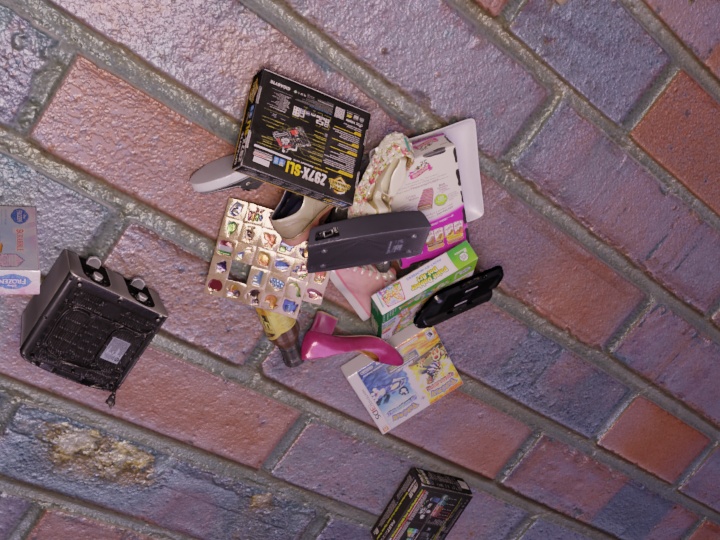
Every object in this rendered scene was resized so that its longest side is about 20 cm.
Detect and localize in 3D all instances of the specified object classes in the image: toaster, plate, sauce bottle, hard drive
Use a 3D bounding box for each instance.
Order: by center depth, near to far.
[{"bbox_3d":[-0.436,0.089,1.435,0.180,0.119,0.201,28,105,-32],"label":"toaster"},{"bbox_3d":[0.009,-0.047,1.446,0.198,0.043,0.135,-10,160,-8],"label":"hard drive"},{"bbox_3d":[0.117,-0.156,1.570,0.198,0.032,0.202,-19,124,-11],"label":"plate"},{"bbox_3d":[-0.146,0.089,1.586,0.064,0.065,0.201,-23,123,-8],"label":"sauce bottle"}]

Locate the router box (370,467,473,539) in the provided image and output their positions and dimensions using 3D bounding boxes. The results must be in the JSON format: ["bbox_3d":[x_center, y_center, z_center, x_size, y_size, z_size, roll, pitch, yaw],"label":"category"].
[{"bbox_3d":[0.134,0.540,1.965,0.149,0.062,0.201,19,110,-31],"label":"router box"}]

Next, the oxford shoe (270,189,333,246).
[{"bbox_3d":[-0.073,-0.136,1.448,0.201,0.070,0.074,-58,146,-13],"label":"oxford shoe"}]

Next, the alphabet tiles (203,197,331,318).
[{"bbox_3d":[-0.147,-0.015,1.498,0.198,0.008,0.169,16,99,-8],"label":"alphabet tiles"}]

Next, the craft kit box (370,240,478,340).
[{"bbox_3d":[0.110,0.041,1.600,0.197,0.049,0.200,-33,165,-9],"label":"craft kit box"}]

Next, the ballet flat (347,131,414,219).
[{"bbox_3d":[0.031,-0.127,1.422,0.075,0.064,0.201,-1,130,-30],"label":"ballet flat"}]

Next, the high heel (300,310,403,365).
[{"bbox_3d":[-0.014,0.157,1.638,0.199,0.067,0.097,30,68,-22],"label":"high heel"}]

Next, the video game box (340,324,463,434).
[{"bbox_3d":[0.085,0.209,1.763,0.199,0.047,0.183,-32,128,-2],"label":"video game box"}]

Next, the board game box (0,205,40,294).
[{"bbox_3d":[-0.562,-0.033,1.264,0.197,0.200,0.042,1,120,-22],"label":"board game box"}]

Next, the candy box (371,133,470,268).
[{"bbox_3d":[0.106,-0.118,1.530,0.135,0.061,0.202,-18,124,-9],"label":"candy box"}]

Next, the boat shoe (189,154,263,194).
[{"bbox_3d":[-0.174,-0.158,1.430,0.198,0.069,0.057,-22,125,-11],"label":"boat shoe"}]

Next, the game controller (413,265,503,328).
[{"bbox_3d":[0.182,0.047,1.631,0.199,0.042,0.105,-21,146,-39],"label":"game controller"}]

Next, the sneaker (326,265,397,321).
[{"bbox_3d":[0.000,0.000,1.587,0.104,0.076,0.201,-33,133,4],"label":"sneaker"}]

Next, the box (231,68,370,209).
[{"bbox_3d":[-0.089,-0.203,1.395,0.198,0.049,0.161,17,78,-26],"label":"box"}]

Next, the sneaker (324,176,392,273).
[{"bbox_3d":[-0.013,-0.079,1.533,0.090,0.067,0.202,-23,108,4],"label":"sneaker"}]

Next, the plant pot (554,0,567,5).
[{"bbox_3d":[0.338,-0.521,1.366,0.183,0.201,0.200,-38,126,17],"label":"plant pot"}]
